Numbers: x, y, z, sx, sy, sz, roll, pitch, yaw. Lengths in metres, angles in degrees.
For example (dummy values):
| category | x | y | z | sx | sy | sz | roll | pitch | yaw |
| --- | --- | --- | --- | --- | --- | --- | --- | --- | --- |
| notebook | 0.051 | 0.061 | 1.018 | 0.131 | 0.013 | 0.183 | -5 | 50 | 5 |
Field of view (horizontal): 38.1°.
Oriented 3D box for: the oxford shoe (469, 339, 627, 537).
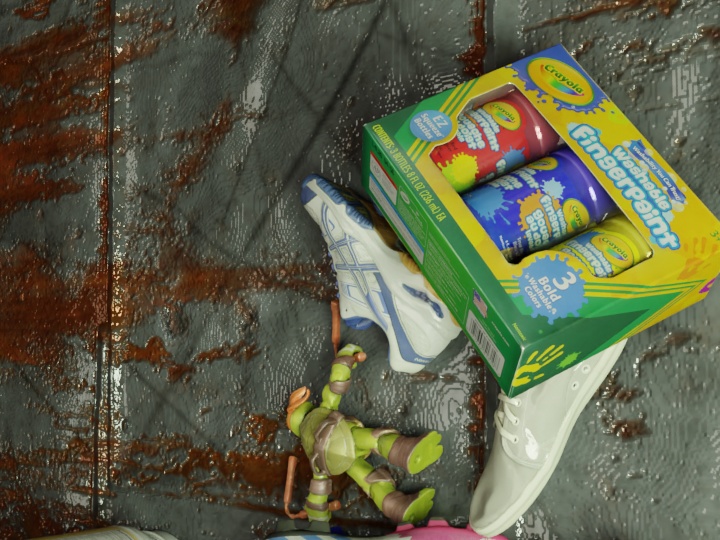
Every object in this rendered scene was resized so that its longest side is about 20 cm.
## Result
| category | x | y | z | sx | sy | sz | roll | pitch | yaw |
| --- | --- | --- | --- | --- | --- | --- | --- | --- | --- |
| oxford shoe | 0.122 | 0.098 | 0.750 | 0.201 | 0.058 | 0.075 | -63 | 16 | 11 |

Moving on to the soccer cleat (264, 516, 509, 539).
| category | x | y | z | sx | sy | sz | roll | pitch | yaw |
| --- | --- | --- | --- | --- | --- | --- | --- | --- | --- |
| soccer cleat | 0.017 | 0.239 | 0.795 | 0.199 | 0.070 | 0.087 | -4 | 59 | 12 |

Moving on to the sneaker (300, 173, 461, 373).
| category | x | y | z | sx | sy | sz | roll | pitch | yaw |
| --- | --- | --- | --- | --- | --- | --- | --- | --- | --- |
| sneaker | 0.000 | 0.000 | 0.861 | 0.088 | 0.075 | 0.200 | -53 | 56 | 16 |

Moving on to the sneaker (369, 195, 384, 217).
| category | x | y | z | sx | sy | sz | roll | pitch | yaw |
| --- | --- | --- | --- | --- | --- | --- | --- | --- | --- |
| sneaker | 0.092 | -0.040 | 0.812 | 0.200 | 0.066 | 0.079 | 25 | 138 | 29 |

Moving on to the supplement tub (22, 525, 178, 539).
| category | x | y | z | sx | sy | sz | roll | pitch | yaw |
| --- | --- | --- | --- | --- | --- | --- | --- | --- | --- |
| supplement tub | -0.265 | 0.318 | 0.977 | 0.145 | 0.200 | 0.146 | -4 | 83 | 39 |

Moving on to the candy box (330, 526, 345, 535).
| category | x | y | z | sx | sy | sz | roll | pitch | yaw |
| --- | --- | --- | --- | --- | --- | --- | --- | --- | --- |
| candy box | -0.050 | 0.348 | 0.875 | 0.169 | 0.077 | 0.200 | 50 | 117 | 32 |

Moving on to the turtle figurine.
| category | x | y | z | sx | sy | sz | roll | pitch | yaw |
| --- | --- | --- | --- | --- | --- | --- | --- | --- | --- |
| turtle figurine | -0.010 | 0.136 | 0.868 | 0.161 | 0.064 | 0.201 | 20 | 99 | 39 |

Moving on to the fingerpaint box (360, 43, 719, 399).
| category | x | y | z | sx | sy | sz | roll | pitch | yaw |
| --- | --- | --- | --- | --- | --- | --- | --- | --- | --- |
| fingerpaint box | 0.120 | -0.042 | 0.709 | 0.200 | 0.166 | 0.073 | 58 | 162 | 28 |
